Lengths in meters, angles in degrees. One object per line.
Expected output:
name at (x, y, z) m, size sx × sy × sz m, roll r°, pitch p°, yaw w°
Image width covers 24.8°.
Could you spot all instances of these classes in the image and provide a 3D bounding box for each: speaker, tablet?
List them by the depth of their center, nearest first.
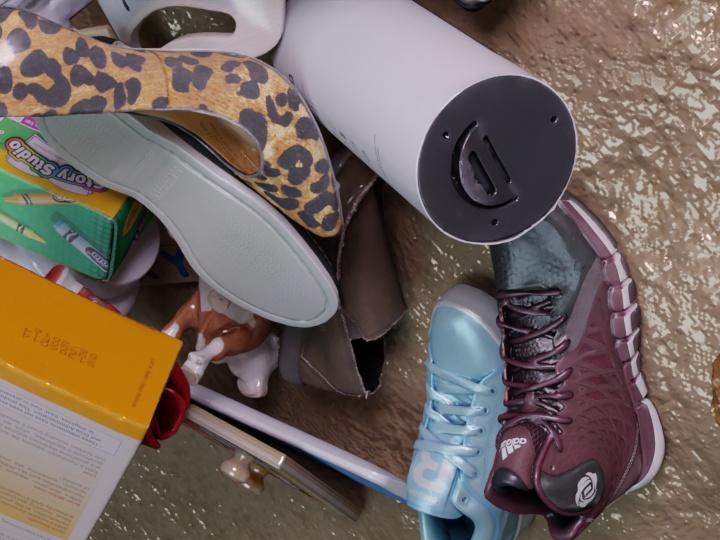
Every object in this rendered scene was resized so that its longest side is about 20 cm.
speaker at (0.024, -0.084, 0.789) m, size 0.200 × 0.081 × 0.081 m, roll -133°, pitch 25°, yaw -59°
tablet at (-0.041, 0.113, 1.076) m, size 0.200 × 0.014 × 0.130 m, roll 20°, pitch 170°, yaw 30°

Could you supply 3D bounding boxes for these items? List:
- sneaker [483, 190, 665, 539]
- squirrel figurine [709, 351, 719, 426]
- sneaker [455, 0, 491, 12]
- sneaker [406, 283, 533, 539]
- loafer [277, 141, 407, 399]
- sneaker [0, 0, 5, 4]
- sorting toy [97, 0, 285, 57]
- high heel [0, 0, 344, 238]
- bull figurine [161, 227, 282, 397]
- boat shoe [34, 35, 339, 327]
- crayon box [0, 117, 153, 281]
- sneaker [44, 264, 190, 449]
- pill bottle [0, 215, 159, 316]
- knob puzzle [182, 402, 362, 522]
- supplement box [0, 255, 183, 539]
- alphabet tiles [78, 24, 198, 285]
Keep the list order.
sneaker at (0.099, 0.059, 0.876) m, size 0.076 × 0.115 × 0.200 m, roll -3°, pitch 119°, yaw 44°
squirrel figurine at (0.265, 0.061, 0.714) m, size 0.186 × 0.142 × 0.200 m, roll -27°, pitch 103°, yaw 43°
sneaker at (0.011, -0.160, 0.778) m, size 0.200 × 0.075 × 0.116 m, roll -16°, pitch 132°, yaw 20°
sneaker at (0.063, 0.106, 0.974) m, size 0.074 × 0.082 × 0.200 m, roll 15°, pitch 130°, yaw 34°
loafer at (0.000, 0.000, 0.968) m, size 0.071 × 0.073 × 0.200 m, roll 23°, pitch 140°, yaw 14°
sneaker at (-0.233, -0.144, 1.074) m, size 0.080 × 0.074 × 0.200 m, roll 20°, pitch 138°, yaw 10°
sorting toy at (-0.111, -0.189, 0.865) m, size 0.200 × 0.107 × 0.180 m, roll -12°, pitch 103°, yaw 47°
high heel at (-0.103, -0.060, 0.800) m, size 0.200 × 0.143 × 0.071 m, roll 51°, pitch 151°, yaw -16°
bull figurine at (-0.076, 0.011, 1.007) m, size 0.065 × 0.121 × 0.200 m, roll 30°, pitch 131°, yaw 17°
boat shoe at (-0.083, -0.050, 0.887) m, size 0.076 × 0.060 × 0.200 m, roll -30°, pitch 115°, yaw 37°
crayon box at (-0.210, -0.087, 0.965) m, size 0.200 × 0.119 × 0.058 m, roll 23°, pitch 139°, yaw 5°
sneaker at (-0.176, 0.090, 0.987) m, size 0.115 × 0.078 × 0.200 m, roll 35°, pitch 142°, yaw -3°
pill bottle at (-0.214, 0.013, 1.074) m, size 0.112 × 0.112 × 0.200 m, roll 51°, pitch 135°, yaw -2°
knob puzzle at (-0.111, 0.111, 1.097) m, size 0.219 × 0.031 × 0.220 m, roll 29°, pitch 171°, yaw 5°
supplement box at (-0.196, 0.096, 0.911) m, size 0.126 × 0.074 × 0.200 m, roll 26°, pitch 130°, yaw -9°
alphabet tiles at (-0.154, -0.067, 1.050) m, size 0.166 × 0.006 × 0.200 m, roll -4°, pitch 130°, yaw 31°
